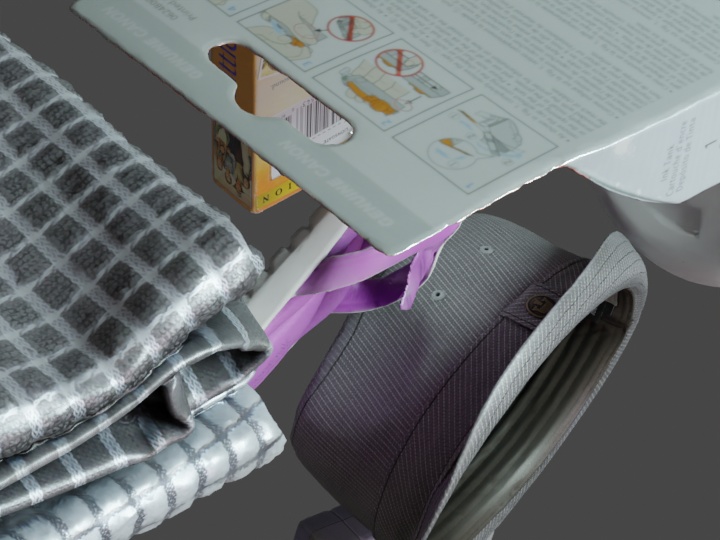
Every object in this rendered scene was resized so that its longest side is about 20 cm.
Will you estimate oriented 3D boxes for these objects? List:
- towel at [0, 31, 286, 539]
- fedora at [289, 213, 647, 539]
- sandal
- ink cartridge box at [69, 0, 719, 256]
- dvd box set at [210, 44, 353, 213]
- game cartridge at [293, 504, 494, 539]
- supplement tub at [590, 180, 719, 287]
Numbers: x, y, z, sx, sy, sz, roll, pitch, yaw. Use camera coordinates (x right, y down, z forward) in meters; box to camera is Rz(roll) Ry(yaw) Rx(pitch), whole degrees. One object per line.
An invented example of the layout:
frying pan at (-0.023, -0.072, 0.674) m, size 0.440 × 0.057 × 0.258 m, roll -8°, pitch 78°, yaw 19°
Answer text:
towel at (-0.138, 0.004, 0.640) m, size 0.165 × 0.200 × 0.086 m, roll -26°, pitch 140°, yaw -35°
fedora at (0.037, 0.049, 0.992) m, size 0.200 × 0.090 × 0.177 m, roll -48°, pitch 163°, yaw -27°
sandal at (0.003, -0.001, 0.919) m, size 0.203 × 0.050 × 0.082 m, roll -46°, pitch 168°, yaw 17°
ink cartridge box at (0.031, -0.066, 0.755) m, size 0.200 × 0.160 × 0.047 m, roll -27°, pitch 139°, yaw -32°
dvd box set at (0.009, -0.130, 0.842) m, size 0.146 × 0.029 × 0.200 m, roll -31°, pitch 143°, yaw -29°
game cartridge at (-0.003, 0.187, 1.157) m, size 0.129 × 0.038 × 0.200 m, roll -20°, pitch 138°, yaw -45°
supplement tub at (0.210, -0.074, 1.044) m, size 0.200 × 0.144 × 0.145 m, roll -11°, pitch 132°, yaw -46°
